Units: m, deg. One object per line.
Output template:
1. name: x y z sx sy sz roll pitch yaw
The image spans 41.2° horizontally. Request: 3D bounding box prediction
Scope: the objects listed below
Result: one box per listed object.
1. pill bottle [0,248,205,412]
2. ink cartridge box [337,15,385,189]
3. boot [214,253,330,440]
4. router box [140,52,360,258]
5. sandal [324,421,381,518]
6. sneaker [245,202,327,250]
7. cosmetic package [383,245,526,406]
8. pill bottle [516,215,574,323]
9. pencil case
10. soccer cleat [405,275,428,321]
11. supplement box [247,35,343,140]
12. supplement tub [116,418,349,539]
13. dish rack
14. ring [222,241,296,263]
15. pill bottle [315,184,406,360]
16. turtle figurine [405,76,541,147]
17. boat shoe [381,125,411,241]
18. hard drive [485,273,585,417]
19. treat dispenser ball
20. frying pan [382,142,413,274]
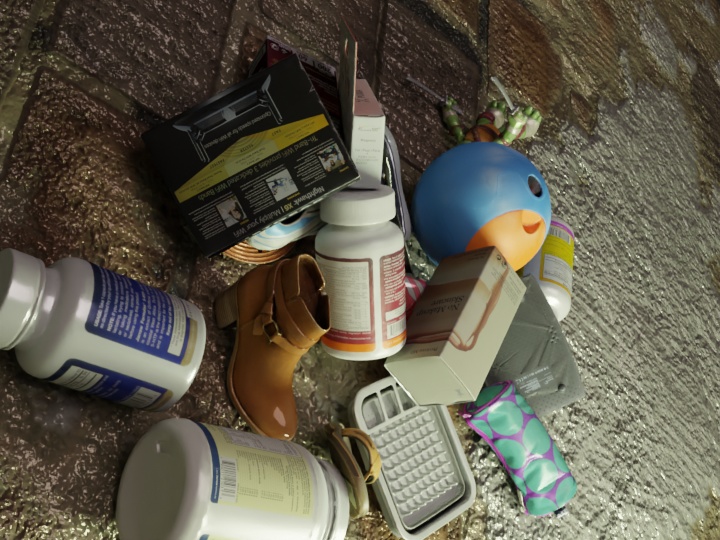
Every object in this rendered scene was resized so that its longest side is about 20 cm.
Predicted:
1. pill bottle: -0.263 0.055 0.923 0.200 0.120 0.120 26 54 -36
2. ink cartridge box: -0.001 -0.214 1.193 0.043 0.174 0.200 1 23 -7
3. boot: -0.083 0.088 1.066 0.074 0.155 0.200 -17 85 -49
4. router box: -0.122 -0.128 1.084 0.157 0.200 0.052 63 0 0
5. sandal: -0.005 0.213 1.080 0.200 0.054 0.080 -133 -151 -82
6. sneaker: -0.065 -0.082 1.194 0.072 0.073 0.200 45 40 14
7. cosmetic package: 0.126 0.071 1.247 0.087 0.103 0.200 50 49 -24
8. pill bottle: 0.283 0.016 1.520 0.104 0.104 0.200 35 50 -30
9. pencil case: 0.227 0.256 1.362 0.092 0.085 0.200 -35 98 -12
10. soccer cleat: 0.090 0.072 1.322 0.200 0.067 0.077 36 44 -34
11. supplement box: -0.085 -0.206 1.219 0.109 0.061 0.200 21 38 -25
12. supplement tub: -0.125 0.235 0.961 0.200 0.145 0.145 21 57 -39
13. dish rack: 0.061 0.234 1.232 0.172 0.044 0.200 -17 84 -49
14. ring: -0.152 -0.102 1.189 0.200 0.019 0.201 21 58 -38
15. pill bottle: 0.000 0.000 1.174 0.110 0.109 0.200 -23 117 -49
16. turtle figurine: 0.208 -0.257 1.543 0.194 0.144 0.200 -29 97 -52
17. boat shoe: 0.009 -0.127 1.325 0.091 0.071 0.201 -8 80 -52
18. hard drive: 0.235 0.118 1.413 0.042 0.135 0.200 -136 -159 -87
19. treat dispenser ball: 0.173 -0.086 1.382 0.201 0.201 0.201 22 57 -38
20. frying pan: 0.042 -0.065 1.217 0.190 0.031 0.115 69 6 -61
